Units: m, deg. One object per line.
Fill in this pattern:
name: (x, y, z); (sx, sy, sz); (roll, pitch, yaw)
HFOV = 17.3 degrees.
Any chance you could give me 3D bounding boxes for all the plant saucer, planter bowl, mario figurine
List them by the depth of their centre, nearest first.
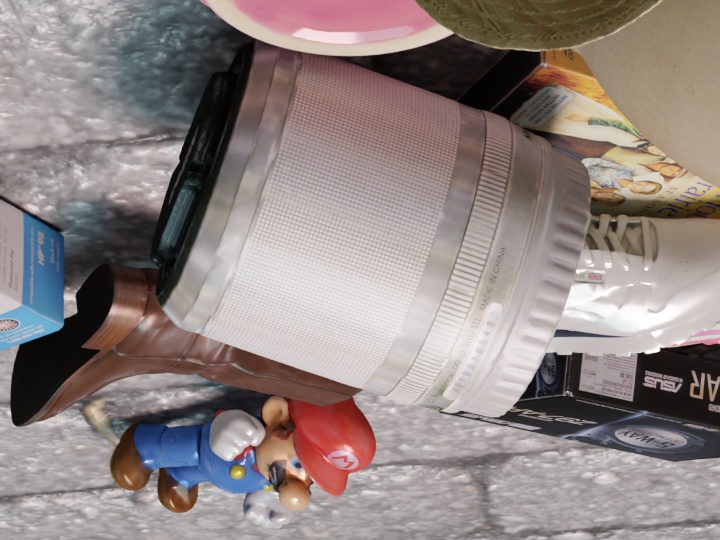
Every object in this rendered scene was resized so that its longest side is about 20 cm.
planter bowl: (0.166, -0.137, 1.060); (0.135, 0.200, 0.200); (22, 155, 12)
plant saucer: (-0.003, -0.162, 1.124); (0.200, 0.051, 0.201); (-1, 153, -1)
mario figurine: (-0.077, 0.138, 1.624); (0.200, 0.106, 0.123); (-14, -175, 36)

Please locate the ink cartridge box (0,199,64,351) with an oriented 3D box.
ink cartridge box: (-0.278, -0.014, 1.369); (0.116, 0.067, 0.200); (-18, 149, 29)

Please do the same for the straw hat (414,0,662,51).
straw hat: (0.101, -0.182, 0.963); (0.201, 0.201, 0.085); (-22, 163, 33)

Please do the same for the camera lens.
camera lens: (0.001, -0.022, 1.238); (0.200, 0.160, 0.160); (19, 148, -9)

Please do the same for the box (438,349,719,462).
box: (0.175, 0.085, 1.562); (0.200, 0.044, 0.160); (13, 167, -27)

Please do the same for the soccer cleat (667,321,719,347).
soccer cleat: (0.244, 0.019, 1.432); (0.076, 0.067, 0.200); (46, 142, -14)

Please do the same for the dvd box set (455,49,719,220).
dvd box set: (0.147, -0.068, 1.333); (0.200, 0.029, 0.146); (14, 148, -26)

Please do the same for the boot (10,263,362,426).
boot: (-0.099, 0.062, 1.465); (0.200, 0.064, 0.186); (10, 153, -29)

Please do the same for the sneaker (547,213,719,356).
sneaker: (0.127, -0.001, 1.356); (0.200, 0.076, 0.081); (-11, 134, 11)
